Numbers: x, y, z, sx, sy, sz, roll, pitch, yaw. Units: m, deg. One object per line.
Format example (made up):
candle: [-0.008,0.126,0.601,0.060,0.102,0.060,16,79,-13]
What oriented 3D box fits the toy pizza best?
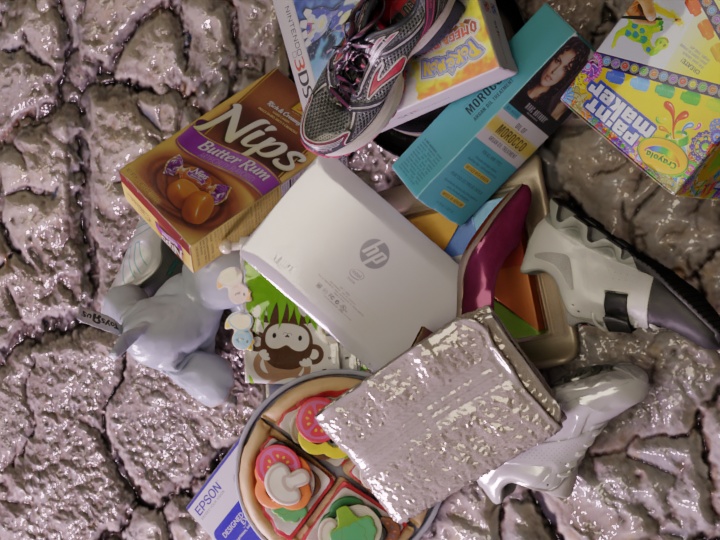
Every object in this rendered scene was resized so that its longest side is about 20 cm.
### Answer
toy pizza: [-0.019,0.191,1.216,0.200,0.032,0.201,0,100,-1]

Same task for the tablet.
tablet: [0.000,0.000,1.216,0.200,0.014,0.130,41,97,1]

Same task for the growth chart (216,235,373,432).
growth chart: [-0.054,0.055,1.237,0.144,0.018,0.201,-14,87,-2]

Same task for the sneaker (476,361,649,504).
sneaker: [0.183,0.151,1.175,0.200,0.078,0.100,-30,86,33]

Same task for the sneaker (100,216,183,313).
sneaker: [-0.222,-0.014,1.413,0.200,0.070,0.080,-52,42,26]

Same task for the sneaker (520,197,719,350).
sneaker: [0.227,0.025,1.137,0.200,0.074,0.089,38,104,28]

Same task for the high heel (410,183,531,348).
high heel: [0.125,0.025,1.173,0.096,0.067,0.200,30,97,0]

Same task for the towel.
towel: [0.070,0.130,1.146,0.200,0.034,0.133,-36,92,23]

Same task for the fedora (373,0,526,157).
fedora: [0.056,-0.198,1.223,0.200,0.092,0.201,0,90,30]

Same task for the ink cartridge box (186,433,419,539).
ink cartridge box: [-0.057,0.247,1.326,0.200,0.047,0.198,47,113,22]

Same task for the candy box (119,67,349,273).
candy box: [-0.122,-0.102,1.284,0.200,0.057,0.117,-36,66,-22]

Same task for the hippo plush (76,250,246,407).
hippo plush: [-0.174,0.022,1.327,0.161,0.200,0.159,-50,49,1]

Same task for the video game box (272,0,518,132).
video game box: [0.022,-0.225,1.164,0.200,0.047,0.183,-21,82,29]

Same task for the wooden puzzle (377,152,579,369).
wooden puzzle: [0.101,0.003,1.233,0.185,0.037,0.201,-13,84,30]

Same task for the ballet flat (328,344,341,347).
ballet flat: [-0.009,0.097,1.280,0.068,0.068,0.200,-42,70,26]

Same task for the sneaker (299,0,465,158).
sneaker: [0.005,-0.185,1.106,0.081,0.075,0.200,43,111,22]

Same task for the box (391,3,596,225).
box: [0.127,-0.136,1.168,0.200,0.082,0.049,-46,52,14]

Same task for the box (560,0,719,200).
box: [0.291,-0.166,1.026,0.122,0.200,0.193,45,112,21]
